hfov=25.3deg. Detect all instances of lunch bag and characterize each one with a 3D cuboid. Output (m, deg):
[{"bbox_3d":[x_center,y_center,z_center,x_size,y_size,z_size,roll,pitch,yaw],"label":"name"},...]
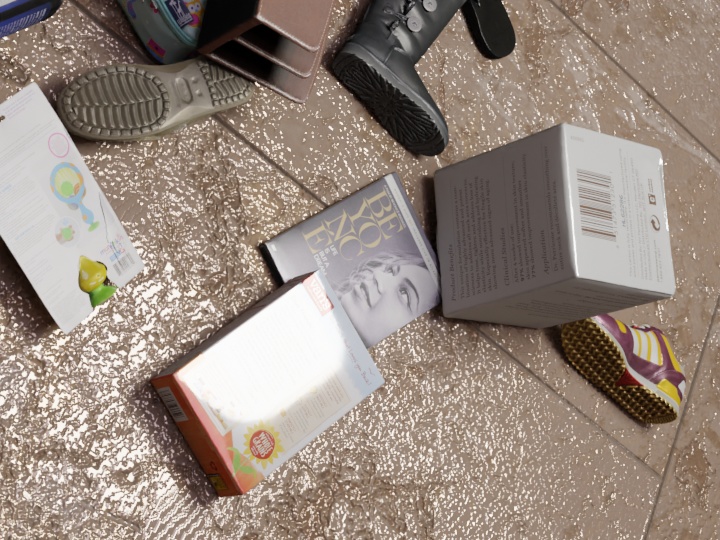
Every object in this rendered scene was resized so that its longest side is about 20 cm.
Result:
[{"bbox_3d":[-0.159,-0.309,1.607,0.199,0.077,0.162,-36,100,-37],"label":"lunch bag"}]

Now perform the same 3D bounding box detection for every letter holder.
[{"bbox_3d":[-0.059,-0.284,1.563,0.141,0.100,0.202,26,62,-33],"label":"letter holder"}]

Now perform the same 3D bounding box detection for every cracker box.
[{"bbox_3d":[-0.087,0.108,1.559,0.199,0.057,0.135,-35,100,-31],"label":"cracker box"}]

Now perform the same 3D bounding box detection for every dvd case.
[{"bbox_3d":[0.000,0.000,1.685,0.199,0.016,0.150,-30,97,-38],"label":"dvd case"}]

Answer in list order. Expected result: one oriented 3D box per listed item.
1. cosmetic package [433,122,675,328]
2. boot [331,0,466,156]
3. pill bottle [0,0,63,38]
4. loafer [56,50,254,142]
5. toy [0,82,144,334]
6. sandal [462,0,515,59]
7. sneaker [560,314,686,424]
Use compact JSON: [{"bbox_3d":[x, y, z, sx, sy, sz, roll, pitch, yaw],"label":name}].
[{"bbox_3d":[0.205,-0.042,1.725,0.165,0.199,0.170,8,73,-41],"label":"cosmetic package"},{"bbox_3d":[0.071,-0.250,1.779,0.165,0.065,0.201,45,52,-21],"label":"boot"},{"bbox_3d":[-0.336,-0.264,1.442,0.199,0.111,0.113,-32,98,-38],"label":"pill bottle"},{"bbox_3d":[-0.199,-0.161,1.548,0.198,0.068,0.077,-12,83,-25],"label":"loafer"},{"bbox_3d":[-0.292,-0.054,1.462,0.115,0.047,0.201,-43,108,-39],"label":"toy"},{"bbox_3d":[0.135,-0.344,1.855,0.075,0.045,0.202,-32,98,-37],"label":"sandal"},{"bbox_3d":[0.305,0.090,1.862,0.200,0.074,0.091,45,48,-26],"label":"sneaker"}]
